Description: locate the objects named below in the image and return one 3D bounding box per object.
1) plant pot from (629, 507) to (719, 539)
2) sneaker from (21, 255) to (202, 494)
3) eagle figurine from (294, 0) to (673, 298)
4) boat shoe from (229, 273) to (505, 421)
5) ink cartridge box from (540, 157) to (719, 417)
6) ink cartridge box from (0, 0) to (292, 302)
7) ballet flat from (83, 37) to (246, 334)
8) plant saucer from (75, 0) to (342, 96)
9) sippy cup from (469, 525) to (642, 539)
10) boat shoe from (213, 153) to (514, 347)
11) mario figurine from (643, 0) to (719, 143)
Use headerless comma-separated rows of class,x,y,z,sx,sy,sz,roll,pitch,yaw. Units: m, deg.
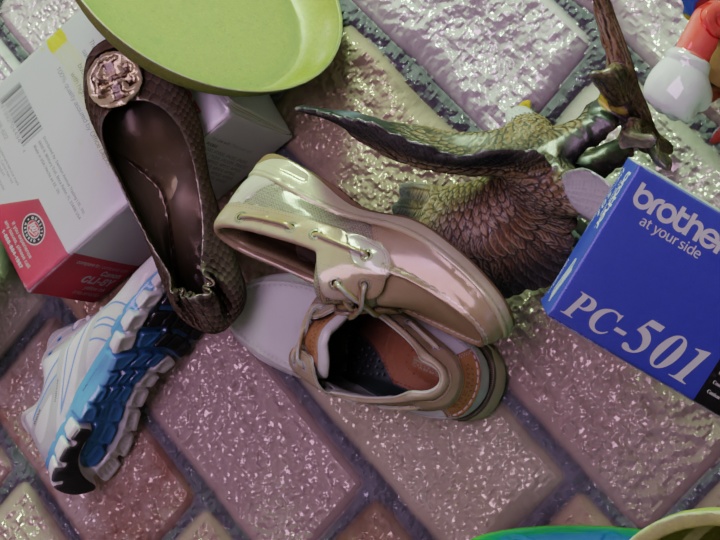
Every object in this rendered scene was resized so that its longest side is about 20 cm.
plant pot,0.243,0.166,0.798,0.200,0.184,0.201,23,125,38
sneaker,-0.173,0.049,1.164,0.087,0.075,0.200,41,102,35
eagle figurine,0.080,-0.060,1.008,0.200,0.151,0.152,-20,86,15
boat shoe,-0.009,0.042,1.069,0.200,0.068,0.075,13,90,32
ink cartridge box,0.205,0.031,0.903,0.200,0.044,0.094,30,99,-3
ink cartridge box,-0.166,-0.095,1.176,0.200,0.083,0.145,-38,66,19
ballet flat,-0.126,-0.053,1.081,0.067,0.046,0.200,-19,94,18
plant saucer,-0.107,-0.182,1.109,0.200,0.200,0.031,60,137,24
sippy cup,0.123,0.215,0.934,0.139,0.178,0.131,-1,91,-5
boat shoe,0.000,0.000,1.020,0.200,0.072,0.065,30,67,25
mario figurine,0.195,-0.148,0.961,0.123,0.106,0.200,-22,93,-5
